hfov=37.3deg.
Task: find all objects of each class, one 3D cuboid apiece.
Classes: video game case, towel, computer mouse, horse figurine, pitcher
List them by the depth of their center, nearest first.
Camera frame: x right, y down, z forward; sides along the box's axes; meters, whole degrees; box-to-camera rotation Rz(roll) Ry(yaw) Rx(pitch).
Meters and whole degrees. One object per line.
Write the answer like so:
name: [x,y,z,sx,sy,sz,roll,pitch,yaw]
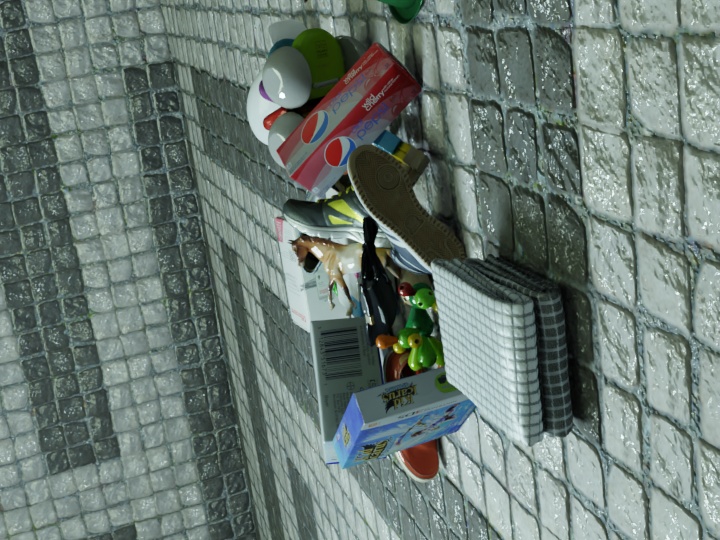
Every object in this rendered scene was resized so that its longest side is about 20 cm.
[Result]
towel: [0.160,0.079,1.178,0.200,0.084,0.169,-145,43,-65]
video game case: [0.064,0.191,1.412,0.201,0.178,0.046,109,144,-62]
computer mouse: [0.026,0.039,1.471,0.141,0.045,0.203,-87,-5,-55]
horse figurine: [0.000,0.000,1.575,0.050,0.197,0.135,-48,-52,-54]
pitcher: [-0.112,-0.291,1.807,0.172,0.120,0.201,52,143,24]

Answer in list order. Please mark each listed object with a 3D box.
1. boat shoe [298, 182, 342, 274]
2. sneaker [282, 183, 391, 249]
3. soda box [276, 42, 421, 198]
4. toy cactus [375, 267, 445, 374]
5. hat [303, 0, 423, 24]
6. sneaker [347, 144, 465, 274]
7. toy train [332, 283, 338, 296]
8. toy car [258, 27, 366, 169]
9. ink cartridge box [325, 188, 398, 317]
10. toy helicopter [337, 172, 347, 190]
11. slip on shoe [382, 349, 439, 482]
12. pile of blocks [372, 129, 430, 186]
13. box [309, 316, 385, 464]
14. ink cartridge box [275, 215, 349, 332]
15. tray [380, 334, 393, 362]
boat shoe: [-0.071,-0.072,1.749,0.201,0.074,0.062,107,-172,-53]
sneaker: [-0.017,-0.090,1.540,0.074,0.196,0.086,-41,-41,-68]
soda box: [-0.017,-0.195,1.390,0.063,0.200,0.070,32,-163,-40]
toy cactus: [0.072,0.061,1.460,0.201,0.100,0.168,71,-170,-57]
hat: [-0.024,-0.375,1.288,0.200,0.173,0.169,146,110,-73]
sneaker: [0.046,-0.070,1.374,0.201,0.070,0.108,49,170,-6]
toy train: [-0.042,-0.051,1.859,0.056,0.041,0.204,-120,21,-74]
toy car: [-0.081,-0.246,1.536,0.148,0.174,0.204,17,119,42]
ink cartridge box: [0.001,-0.034,1.662,0.115,0.067,0.204,-140,39,-63]
toy helicopter: [-0.062,-0.175,1.700,0.200,0.130,0.080,73,-152,-69]
slip on shoe: [0.080,0.216,1.586,0.061,0.073,0.204,-7,95,62]
pile of blocks: [0.024,-0.155,1.432,0.063,0.081,0.200,-56,25,3]
box: [-0.017,0.189,1.650,0.200,0.103,0.188,93,170,-71]
ink cartridge box: [-0.091,-0.003,1.982,0.146,0.081,0.204,-159,58,-71]
tray: [0.036,0.128,1.752,0.108,0.022,0.202,96,156,-51]
